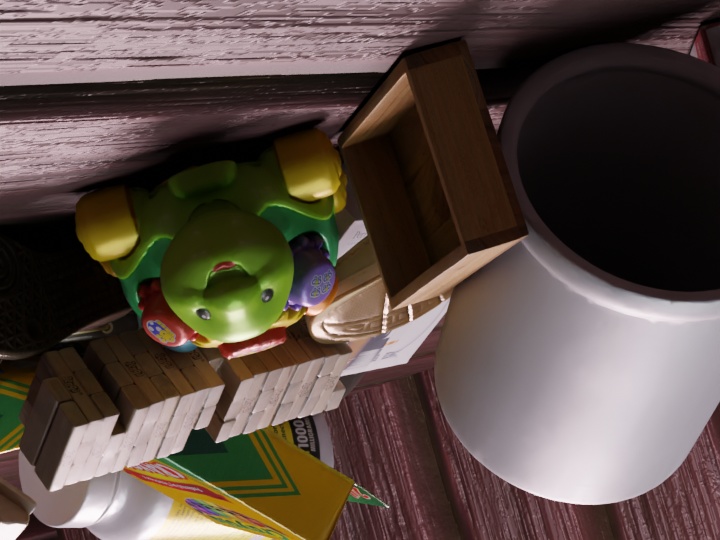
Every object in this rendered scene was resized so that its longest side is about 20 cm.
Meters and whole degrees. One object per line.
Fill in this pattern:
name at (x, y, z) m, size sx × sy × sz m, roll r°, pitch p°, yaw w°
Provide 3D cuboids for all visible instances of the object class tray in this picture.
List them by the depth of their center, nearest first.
tray at (0.034, -0.045, 1.392) m, size 0.037 × 0.099 × 0.200 m, roll -17°, pitch 175°, yaw -11°

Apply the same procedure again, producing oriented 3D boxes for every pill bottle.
pill bottle at (-0.125, 0.128, 1.845) m, size 0.199 × 0.113 × 0.112 m, roll 3°, pitch 163°, yaw -42°

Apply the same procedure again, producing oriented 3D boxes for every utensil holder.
utensil holder at (0.135, 0.006, 1.468) m, size 0.169 × 0.170 × 0.200 m, roll -14°, pitch 148°, yaw -22°

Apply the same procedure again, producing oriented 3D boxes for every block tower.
block tower at (-0.096, 0.063, 1.524) m, size 0.199 × 0.054 × 0.058 m, roll -14°, pitch 143°, yaw -39°

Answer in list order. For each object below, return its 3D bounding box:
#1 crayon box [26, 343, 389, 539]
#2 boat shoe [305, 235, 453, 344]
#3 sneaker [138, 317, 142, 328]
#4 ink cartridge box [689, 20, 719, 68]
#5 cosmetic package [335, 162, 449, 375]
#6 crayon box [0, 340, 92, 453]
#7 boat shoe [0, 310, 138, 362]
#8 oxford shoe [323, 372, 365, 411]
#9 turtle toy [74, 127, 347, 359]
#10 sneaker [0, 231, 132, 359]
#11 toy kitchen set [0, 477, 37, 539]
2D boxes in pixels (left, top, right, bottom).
crayon box at (-0.094, 0.115, 1.679) m, size 0.200 × 0.051 × 0.127 m, roll 33°, pitch 165°, yaw -31°
boat shoe at (0.043, -0.030, 1.559) m, size 0.199 × 0.069 × 0.071 m, roll -30°, pitch 156°, yaw -15°
sneaker at (-0.083, 0.000, 1.766) m, size 0.199 × 0.074 × 0.082 m, roll -6°, pitch 135°, yaw -25°
ink cartridge box at (0.249, -0.107, 1.569) m, size 0.116 × 0.068 × 0.200 m, roll -16°, pitch 173°, yaw 0°
cosmetic package at (0.000, 0.000, 1.674) m, size 0.200 × 0.052 × 0.151 m, roll -9°, pitch 140°, yaw -54°
crayon box at (-0.239, 0.071, 1.735) m, size 0.199 × 0.052 × 0.126 m, roll -12°, pitch -158°, yaw -31°
boat shoe at (-0.229, 0.037, 1.637) m, size 0.201 × 0.061 × 0.072 m, roll -17°, pitch 174°, yaw 10°
oxford shoe at (-0.060, 0.057, 1.834) m, size 0.071 × 0.072 × 0.200 m, roll 31°, pitch -157°, yaw 30°
turtle toy at (-0.070, -0.007, 1.444) m, size 0.145 × 0.102 × 0.200 m, roll -16°, pitch 175°, yaw 0°
sneaker at (-0.197, 0.019, 1.504) m, size 0.075 × 0.071 × 0.200 m, roll -18°, pitch 174°, yaw 31°
toy kitchen set at (-0.271, 0.157, 1.490) m, size 0.200 × 0.163 × 0.181 m, roll -48°, pitch -161°, yaw 16°
